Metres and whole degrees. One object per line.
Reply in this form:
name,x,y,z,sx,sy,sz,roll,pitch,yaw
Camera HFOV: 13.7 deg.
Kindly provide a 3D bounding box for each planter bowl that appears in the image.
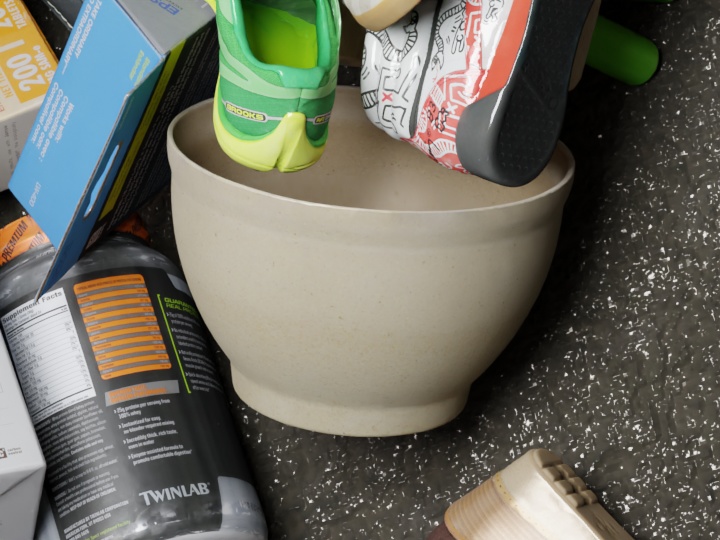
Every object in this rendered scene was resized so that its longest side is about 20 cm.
planter bowl,0.000,0.000,1.488,0.200,0.200,0.135,18,114,31

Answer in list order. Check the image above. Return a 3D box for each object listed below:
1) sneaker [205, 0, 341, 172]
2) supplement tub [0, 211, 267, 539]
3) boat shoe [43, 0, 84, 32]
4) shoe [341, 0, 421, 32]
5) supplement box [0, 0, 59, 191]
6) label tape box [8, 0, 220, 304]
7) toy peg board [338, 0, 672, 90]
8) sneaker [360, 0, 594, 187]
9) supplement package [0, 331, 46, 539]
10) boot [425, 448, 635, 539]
sneaker,-0.042,-0.141,1.439,0.084,0.074,0.200,116,147,-48
supplement tub,-0.131,0.072,1.564,0.122,0.123,0.200,-28,65,20
boat shoe,-0.188,-0.186,1.638,0.060,0.076,0.200,-35,90,-25
shoe,0.002,-0.168,1.444,0.070,0.053,0.200,-48,19,11
supplement box,-0.270,-0.089,1.652,0.200,0.074,0.126,-24,63,-15
label tape box,-0.117,-0.093,1.525,0.063,0.200,0.144,34,126,8
toy peg board,0.082,-0.186,1.543,0.199,0.098,0.200,10,83,45
sneaker,0.065,-0.147,1.428,0.108,0.067,0.202,23,95,43
supplement package,-0.248,0.059,1.519,0.120,0.121,0.200,-11,57,-20
boot,0.091,0.205,1.457,0.166,0.072,0.200,-51,61,22
